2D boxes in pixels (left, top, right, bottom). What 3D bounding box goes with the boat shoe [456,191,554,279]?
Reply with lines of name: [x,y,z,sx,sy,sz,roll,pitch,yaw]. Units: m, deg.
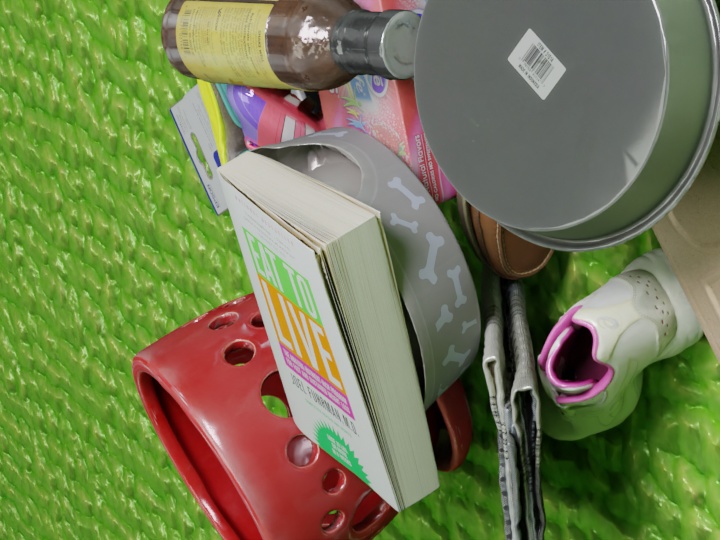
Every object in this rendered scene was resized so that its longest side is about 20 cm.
boat shoe: [0.108,-0.071,1.429,0.068,0.072,0.201,40,141,42]

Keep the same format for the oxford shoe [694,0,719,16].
oxford shoe: [0.135,-0.131,1.325,0.200,0.072,0.085,-40,71,36]

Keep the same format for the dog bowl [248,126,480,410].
dog bowl: [0.000,0.000,1.476,0.200,0.058,0.201,43,150,33]

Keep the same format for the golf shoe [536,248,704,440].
golf shoe: [0.137,0.056,1.450,0.076,0.091,0.200,56,150,17]

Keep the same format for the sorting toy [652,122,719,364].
sorting toy: [0.232,-0.024,1.298,0.185,0.036,0.201,-38,72,59]

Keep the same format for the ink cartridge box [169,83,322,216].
ink cartridge box: [-0.077,-0.113,1.750,0.200,0.037,0.095,-28,85,58]

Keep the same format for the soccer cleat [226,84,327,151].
soccer cleat: [-0.039,-0.072,1.576,0.067,0.077,0.200,46,-174,33]

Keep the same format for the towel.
towel: [0.096,0.107,1.501,0.200,0.034,0.194,-92,-2,-64]

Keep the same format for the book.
book: [-0.020,0.035,1.437,0.133,0.048,0.201,33,146,50]

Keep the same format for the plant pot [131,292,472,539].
plant pot: [-0.037,0.099,1.642,0.201,0.182,0.201,50,162,22]

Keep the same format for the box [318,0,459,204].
box: [0.031,-0.150,1.475,0.094,0.102,0.201,17,122,55]

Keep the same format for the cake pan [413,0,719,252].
cake pan: [0.106,-0.110,1.281,0.199,0.037,0.202,5,97,41]

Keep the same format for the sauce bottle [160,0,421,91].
sauce bottle: [-0.040,-0.141,1.426,0.199,0.065,0.065,12,119,48]

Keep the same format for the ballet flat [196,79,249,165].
ballet flat: [-0.076,-0.096,1.678,0.067,0.066,0.201,-155,48,-77]
